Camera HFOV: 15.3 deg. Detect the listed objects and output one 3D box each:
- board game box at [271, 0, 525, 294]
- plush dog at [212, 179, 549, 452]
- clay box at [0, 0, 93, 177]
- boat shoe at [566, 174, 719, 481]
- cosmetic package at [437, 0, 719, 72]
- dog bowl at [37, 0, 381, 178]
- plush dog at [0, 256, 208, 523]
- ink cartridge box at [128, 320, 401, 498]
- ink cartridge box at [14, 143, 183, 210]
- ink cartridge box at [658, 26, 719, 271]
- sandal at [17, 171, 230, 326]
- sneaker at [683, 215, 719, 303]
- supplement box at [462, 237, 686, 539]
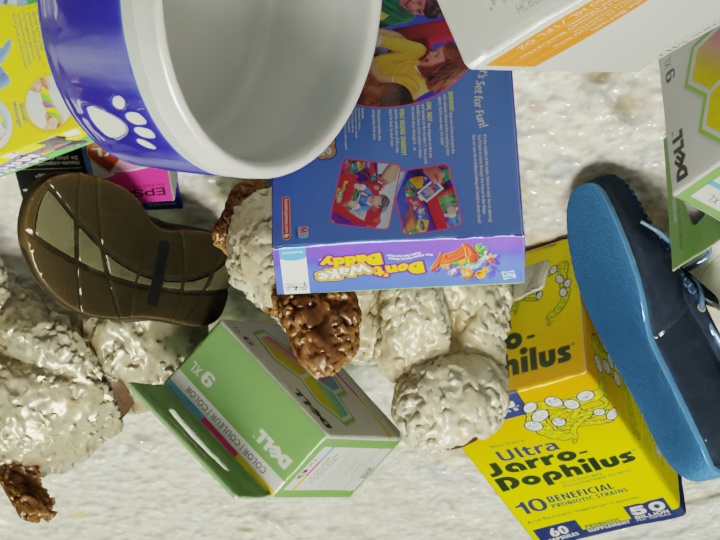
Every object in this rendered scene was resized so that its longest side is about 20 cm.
[{"bbox_3d":[0.018,-0.084,1.464,0.133,0.201,0.045,-2,145,1],"label":"board game box"},{"bbox_3d":[0.000,0.000,1.625,0.171,0.200,0.161,10,110,-31],"label":"plush dog"},{"bbox_3d":[-0.182,-0.121,1.474,0.199,0.116,0.048,-18,170,21],"label":"clay box"},{"bbox_3d":[0.191,0.032,1.681,0.068,0.201,0.084,-24,-174,-26],"label":"boat shoe"},{"bbox_3d":[0.127,-0.156,1.397,0.101,0.072,0.200,-30,168,30],"label":"cosmetic package"},{"bbox_3d":[-0.074,-0.148,1.362,0.078,0.201,0.200,5,152,34],"label":"dog bowl"},{"bbox_3d":[-0.177,0.059,1.725,0.171,0.161,0.200,-31,147,-6],"label":"plush dog"},{"bbox_3d":[-0.056,0.089,1.697,0.059,0.104,0.200,-47,163,11],"label":"ink cartridge box"},{"bbox_3d":[-0.163,-0.084,1.601,0.094,0.037,0.200,-3,146,2],"label":"ink cartridge box"},{"bbox_3d":[0.226,-0.096,1.539,0.059,0.104,0.200,24,138,-31],"label":"ink cartridge box"},{"bbox_3d":[-0.150,-0.011,1.634,0.054,0.082,0.200,12,179,32],"label":"sandal"},{"bbox_3d":[0.291,-0.017,1.672,0.199,0.081,0.076,-22,142,27],"label":"sneaker"},{"bbox_3d":[0.132,0.085,1.782,0.108,0.110,0.200,-16,142,19],"label":"supplement box"}]
